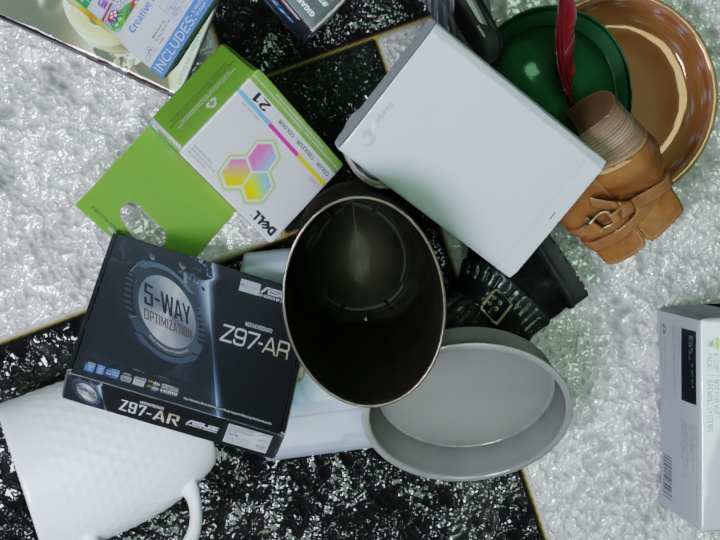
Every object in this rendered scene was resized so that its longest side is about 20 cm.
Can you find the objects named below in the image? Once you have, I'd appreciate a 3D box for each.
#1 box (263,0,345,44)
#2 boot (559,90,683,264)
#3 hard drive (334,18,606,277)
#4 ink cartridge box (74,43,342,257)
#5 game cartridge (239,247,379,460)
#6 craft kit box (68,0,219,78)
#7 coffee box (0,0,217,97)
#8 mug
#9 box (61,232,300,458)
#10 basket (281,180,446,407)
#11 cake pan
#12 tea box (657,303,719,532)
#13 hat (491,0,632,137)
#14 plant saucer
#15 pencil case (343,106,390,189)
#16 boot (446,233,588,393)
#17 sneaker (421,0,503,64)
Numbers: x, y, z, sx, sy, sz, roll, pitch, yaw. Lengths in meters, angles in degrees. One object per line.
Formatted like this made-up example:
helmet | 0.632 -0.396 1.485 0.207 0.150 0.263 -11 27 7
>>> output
box | -0.098 -0.299 1.366 0.046 0.159 0.200 -42 98 -2
boot | 0.188 -0.062 1.389 0.199 0.077 0.155 -34 126 11
hard drive | 0.095 -0.101 1.285 0.199 0.026 0.132 35 103 -22
ink cartridge box | -0.136 -0.079 1.384 0.200 0.076 0.148 -47 132 -3
game cartridge | -0.055 0.078 1.456 0.131 0.042 0.203 -7 94 -11
craft kit box | -0.189 -0.302 1.280 0.197 0.049 0.200 38 118 -5
coffee box | -0.236 -0.250 1.391 0.198 0.080 0.114 23 91 -8
mug | -0.217 0.186 1.373 0.173 0.148 0.202 -19 65 -15
box | -0.151 0.067 1.360 0.197 0.044 0.162 18 51 -6
basket | 0.000 0.000 1.331 0.134 0.200 0.183 -8 106 0
cake pan | 0.099 0.124 1.421 0.197 0.037 0.202 -1 135 -1
tea box | 0.399 0.136 1.465 0.194 0.134 0.203 -1 94 -6
hat | 0.146 -0.164 1.355 0.163 0.176 0.203 0 96 23
plant saucer | 0.250 -0.169 1.478 0.197 0.037 0.203 -1 94 -7
pencil case | 0.044 -0.144 1.375 0.077 0.200 0.091 -6 111 20
boot | 0.105 -0.003 1.448 0.157 0.079 0.212 -37 97 -4
sneaker | 0.112 -0.271 1.395 0.114 0.201 0.076 -19 140 -15
